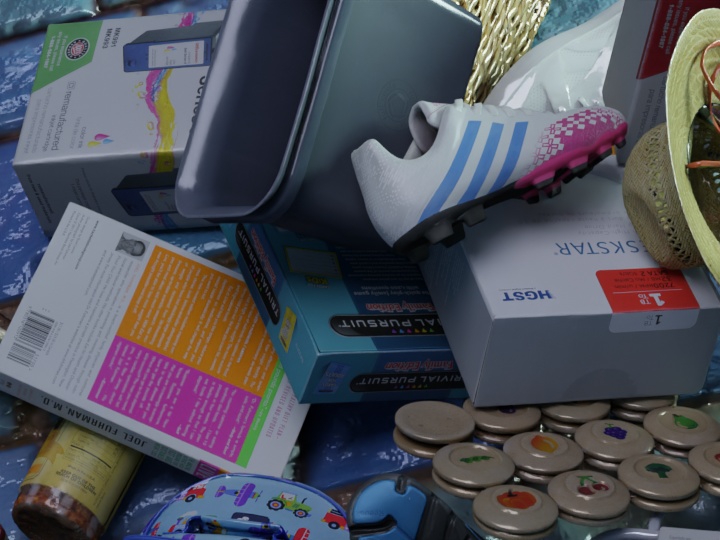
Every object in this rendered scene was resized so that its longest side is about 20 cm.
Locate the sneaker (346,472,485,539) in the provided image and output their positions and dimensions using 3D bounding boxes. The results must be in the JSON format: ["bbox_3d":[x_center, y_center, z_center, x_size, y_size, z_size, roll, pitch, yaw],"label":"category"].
[{"bbox_3d":[0.073,0.194,1.357,0.073,0.082,0.200,-41,88,-1],"label":"sneaker"}]

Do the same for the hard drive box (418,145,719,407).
[{"bbox_3d":[0.124,-0.010,1.487,0.154,0.077,0.201,-3,41,-16],"label":"hard drive box"}]

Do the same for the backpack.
[{"bbox_3d":[-0.068,0.204,1.379,0.181,0.135,0.201,7,51,21],"label":"backpack"}]

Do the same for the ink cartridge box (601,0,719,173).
[{"bbox_3d":[0.271,-0.139,1.503,0.198,0.145,0.084,4,39,-8],"label":"ink cartridge box"}]

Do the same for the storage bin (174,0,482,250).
[{"bbox_3d":[-0.017,-0.106,1.468,0.145,0.134,0.202,0,70,56],"label":"storage bin"}]

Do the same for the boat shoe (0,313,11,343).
[{"bbox_3d":[-0.287,0.054,1.616,0.202,0.075,0.075,27,77,39],"label":"boat shoe"}]

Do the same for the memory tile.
[{"bbox_3d":[0.132,0.107,1.401,0.198,0.017,0.153,-8,28,-25],"label":"memory tile"}]

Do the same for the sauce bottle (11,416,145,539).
[{"bbox_3d":[-0.162,0.094,1.544,0.066,0.066,0.201,10,53,24],"label":"sauce bottle"}]

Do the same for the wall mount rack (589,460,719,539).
[{"bbox_3d":[0.228,0.175,1.358,0.198,0.075,0.175,4,56,18],"label":"wall mount rack"}]

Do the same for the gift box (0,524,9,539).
[{"bbox_3d":[-0.293,0.234,1.389,0.198,0.185,0.188,-3,49,22],"label":"gift box"}]

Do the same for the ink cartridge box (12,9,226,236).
[{"bbox_3d":[-0.136,-0.109,1.686,0.198,0.088,0.146,-2,51,13],"label":"ink cartridge box"}]

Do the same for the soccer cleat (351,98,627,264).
[{"bbox_3d":[0.081,-0.078,1.425,0.199,0.070,0.087,-25,82,-34],"label":"soccer cleat"}]

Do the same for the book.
[{"bbox_3d":[-0.126,0.054,1.514,0.199,0.048,0.134,25,59,-3],"label":"book"}]

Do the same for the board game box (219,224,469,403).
[{"bbox_3d":[0.000,0.000,1.535,0.150,0.047,0.201,0,43,-27],"label":"board game box"}]

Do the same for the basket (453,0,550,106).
[{"bbox_3d":[0.039,-0.190,1.658,0.142,0.149,0.201,9,55,23],"label":"basket"}]

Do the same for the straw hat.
[{"bbox_3d":[0.208,-0.050,1.419,0.085,0.201,0.202,-17,43,38],"label":"straw hat"}]

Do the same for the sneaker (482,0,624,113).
[{"bbox_3d":[0.179,-0.117,1.606,0.200,0.074,0.115,-37,48,-16],"label":"sneaker"}]
